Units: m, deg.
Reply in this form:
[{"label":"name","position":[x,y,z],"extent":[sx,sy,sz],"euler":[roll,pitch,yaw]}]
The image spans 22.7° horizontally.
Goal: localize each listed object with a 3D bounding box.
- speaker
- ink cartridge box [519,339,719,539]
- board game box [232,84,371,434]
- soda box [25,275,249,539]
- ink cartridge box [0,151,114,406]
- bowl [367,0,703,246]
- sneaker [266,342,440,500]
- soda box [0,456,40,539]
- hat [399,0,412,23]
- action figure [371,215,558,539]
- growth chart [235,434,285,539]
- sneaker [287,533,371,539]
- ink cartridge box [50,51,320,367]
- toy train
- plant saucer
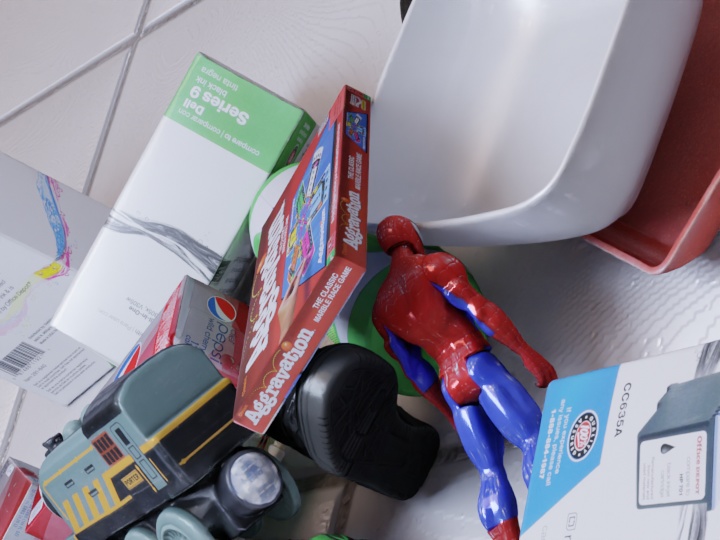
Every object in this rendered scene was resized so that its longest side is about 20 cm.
[{"label":"speaker","position":[0.000,0.000,1.035],"extent":[0.088,0.088,0.200],"euler":[-58,29,7]},{"label":"ink cartridge box","position":[0.157,0.105,0.701],"extent":[0.200,0.086,0.146],"euler":[-22,48,51]},{"label":"board game box","position":[-0.027,-0.012,0.907],"extent":[0.103,0.019,0.200],"euler":[-60,13,25]},{"label":"soda box","position":[-0.126,0.097,1.081],"extent":[0.200,0.070,0.063],"euler":[-50,20,37]},{"label":"ink cartridge box","position":[-0.260,0.001,1.326],"extent":[0.145,0.200,0.084],"euler":[-38,37,35]},{"label":"bowl","position":[0.091,-0.098,0.915],"extent":[0.200,0.075,0.200],"euler":[-2,64,57]},{"label":"sneaker","position":[-0.023,0.070,0.932],"extent":[0.104,0.200,0.060],"euler":[26,79,25]},{"label":"soda box","position":[-0.260,0.238,1.262],"extent":[0.200,0.063,0.070],"euler":[-62,28,-1]},{"label":"hat","position":[0.063,-0.221,1.130],"extent":[0.201,0.081,0.201],"euler":[-37,38,35]},{"label":"action figure","position":[0.058,0.059,0.847],"extent":[0.065,0.052,0.200],"euler":[-41,70,38]},{"label":"growth chart","position":[-0.104,0.153,1.118],"extent":[0.200,0.018,0.145],"euler":[-4,60,66]},{"label":"sneaker","position":[-0.048,0.180,0.957],"extent":[0.200,0.085,0.078],"euler":[-34,39,42]},{"label":"ink cartridge box","position":[-0.111,-0.030,1.180],"extent":[0.200,0.084,0.146],"euler":[-61,-3,1]},{"label":"toy train","position":[-0.111,0.115,0.967],"extent":[0.085,0.114,0.200],"euler":[-37,1,-34]},{"label":"plant saucer","position":[0.161,-0.103,0.922],"extent":[0.200,0.037,0.200],"euler":[-60,30,3]}]
